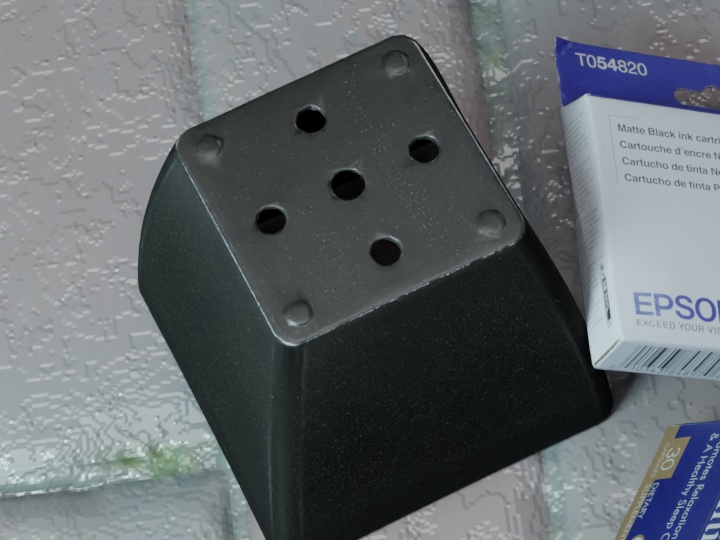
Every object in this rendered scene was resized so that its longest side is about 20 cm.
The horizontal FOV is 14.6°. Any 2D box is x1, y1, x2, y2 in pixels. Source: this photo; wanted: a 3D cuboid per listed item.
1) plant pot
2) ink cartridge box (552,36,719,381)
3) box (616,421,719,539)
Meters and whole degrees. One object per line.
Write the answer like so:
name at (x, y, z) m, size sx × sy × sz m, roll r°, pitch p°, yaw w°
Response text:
plant pot at (0.000, 0.000, 1.438) m, size 0.199 × 0.178 × 0.200 m, roll -25°, pitch 64°, yaw -8°
ink cartridge box at (0.204, -0.034, 1.472) m, size 0.199 × 0.041 × 0.200 m, roll 6°, pitch 60°, yaw -21°
box at (0.197, 0.125, 1.353) m, size 0.032 × 0.200 × 0.121 m, roll 40°, pitch 64°, yaw -24°
